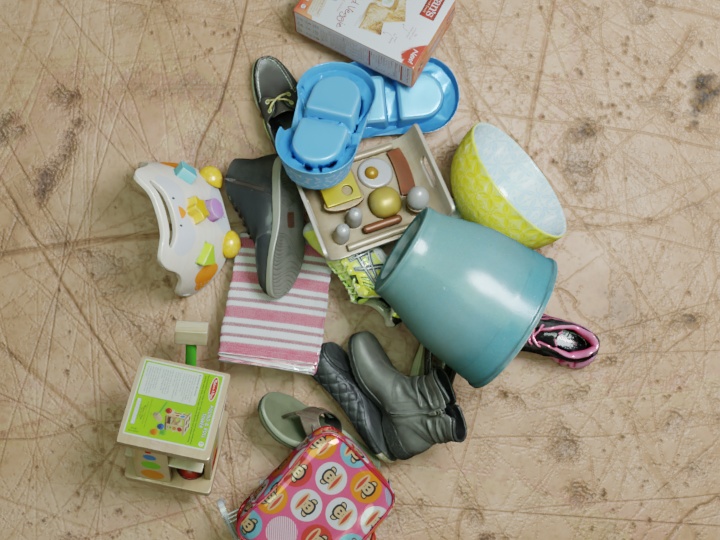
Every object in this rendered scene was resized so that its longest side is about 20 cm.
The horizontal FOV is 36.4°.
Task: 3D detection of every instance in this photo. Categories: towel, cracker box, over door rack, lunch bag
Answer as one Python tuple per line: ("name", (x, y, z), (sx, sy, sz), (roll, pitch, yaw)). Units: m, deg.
("towel", (-0.118, 0.044, 1.569), (0.144, 0.030, 0.202), (8, 68, 0))
("cracker box", (0.021, -0.368, 1.579), (0.198, 0.058, 0.135), (27, 71, 9))
("over door rack", (-0.100, 0.384, 1.551), (0.146, 0.067, 0.202), (-24, 93, -4))
("lunch bag", (-0.051, 0.331, 1.481), (0.200, 0.082, 0.176), (-45, 95, -4))

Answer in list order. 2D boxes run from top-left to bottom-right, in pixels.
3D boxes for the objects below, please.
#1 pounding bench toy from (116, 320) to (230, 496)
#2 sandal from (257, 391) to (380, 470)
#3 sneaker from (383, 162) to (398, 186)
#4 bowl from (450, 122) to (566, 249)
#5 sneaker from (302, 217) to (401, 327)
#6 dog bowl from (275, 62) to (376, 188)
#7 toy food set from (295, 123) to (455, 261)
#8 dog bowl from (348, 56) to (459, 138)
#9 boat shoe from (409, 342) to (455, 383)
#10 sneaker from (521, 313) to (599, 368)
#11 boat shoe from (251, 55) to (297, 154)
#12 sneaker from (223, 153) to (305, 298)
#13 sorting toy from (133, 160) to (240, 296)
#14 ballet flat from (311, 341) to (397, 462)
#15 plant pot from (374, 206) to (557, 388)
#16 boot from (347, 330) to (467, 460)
("pounding bench toy", (-0.246, 0.187, 1.522), (0.123, 0.157, 0.202), (11, 59, -1))
("sandal", (-0.052, 0.225, 1.552), (0.200, 0.080, 0.058), (29, 128, -7))
("sneaker", (0.072, -0.070, 1.586), (0.200, 0.074, 0.084), (42, 83, 10))
("bowl", (0.188, -0.099, 1.552), (0.107, 0.200, 0.201), (-38, 88, 28))
("sneaker", (0.000, 0.000, 1.551), (0.199, 0.075, 0.077), (35, 58, -9))
("dog bowl", (-0.046, -0.196, 1.504), (0.110, 0.050, 0.202), (14, 58, 7))
("toy food set", (0.015, -0.112, 1.517), (0.198, 0.061, 0.145), (-19, 73, -15))
("dog bowl", (0.044, -0.249, 1.606), (0.197, 0.050, 0.113), (-6, 86, -3))
("boat shoe", (0.122, 0.092, 1.569), (0.073, 0.065, 0.203), (7, 92, -33))
("sneaker", (0.252, 0.089, 1.569), (0.197, 0.095, 0.080), (11, 87, 0))
("boat shoe", (-0.107, -0.223, 1.592), (0.071, 0.061, 0.203), (-20, 87, -3))
("sneaker", (-0.140, -0.063, 1.563), (0.105, 0.074, 0.203), (2, 88, 34))
("sorting toy", (-0.255, -0.071, 1.509), (0.106, 0.180, 0.202), (-18, 87, 14))
("ballet flat", (-0.008, 0.191, 1.581), (0.057, 0.066, 0.201), (-36, 87, 39))
("plant pot", (0.127, 0.021, 1.452), (0.187, 0.200, 0.201), (32, 85, -6))
("boot", (0.071, 0.158, 1.533), (0.130, 0.067, 0.202), (-31, 81, 41))
